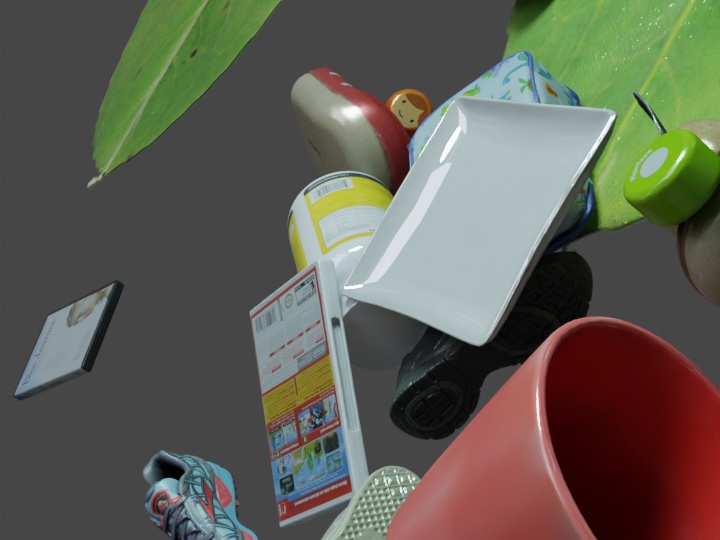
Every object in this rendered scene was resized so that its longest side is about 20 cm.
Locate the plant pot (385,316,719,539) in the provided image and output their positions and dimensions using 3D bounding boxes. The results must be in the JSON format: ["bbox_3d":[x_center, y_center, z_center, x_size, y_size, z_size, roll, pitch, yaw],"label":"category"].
[{"bbox_3d":[0.120,0.155,0.709,0.177,0.200,0.201,-44,29,38],"label":"plant pot"}]

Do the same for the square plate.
[{"bbox_3d":[0.090,-0.043,0.944,0.200,0.028,0.198,19,76,57],"label":"square plate"}]

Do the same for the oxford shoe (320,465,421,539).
[{"bbox_3d":[-0.015,0.227,0.887,0.200,0.075,0.058,-48,-12,-40],"label":"oxford shoe"}]

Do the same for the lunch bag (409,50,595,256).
[{"bbox_3d":[0.116,-0.083,1.053,0.161,0.082,0.200,-35,34,28],"label":"lunch bag"}]

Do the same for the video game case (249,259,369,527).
[{"bbox_3d":[-0.047,0.108,1.041,0.143,0.017,0.200,-35,59,54],"label":"video game case"}]

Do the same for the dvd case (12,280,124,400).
[{"bbox_3d":[-0.412,0.100,1.710,0.200,0.018,0.143,-22,43,45],"label":"dvd case"}]

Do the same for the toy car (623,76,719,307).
[{"bbox_3d":[0.248,-0.067,0.782,0.158,0.164,0.200,-49,17,10],"label":"toy car"}]

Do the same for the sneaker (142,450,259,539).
[{"bbox_3d":[-0.158,0.235,1.110,0.079,0.095,0.200,-52,29,6],"label":"sneaker"}]

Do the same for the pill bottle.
[{"bbox_3d":[0.000,0.000,1.107,0.112,0.112,0.200,-45,30,17],"label":"pill bottle"}]

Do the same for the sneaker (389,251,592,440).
[{"bbox_3d":[0.096,0.045,0.964,0.200,0.076,0.091,-39,25,21],"label":"sneaker"}]

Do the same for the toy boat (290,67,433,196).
[{"bbox_3d":[0.014,-0.147,1.258,0.131,0.131,0.200,-23,26,-7],"label":"toy boat"}]
